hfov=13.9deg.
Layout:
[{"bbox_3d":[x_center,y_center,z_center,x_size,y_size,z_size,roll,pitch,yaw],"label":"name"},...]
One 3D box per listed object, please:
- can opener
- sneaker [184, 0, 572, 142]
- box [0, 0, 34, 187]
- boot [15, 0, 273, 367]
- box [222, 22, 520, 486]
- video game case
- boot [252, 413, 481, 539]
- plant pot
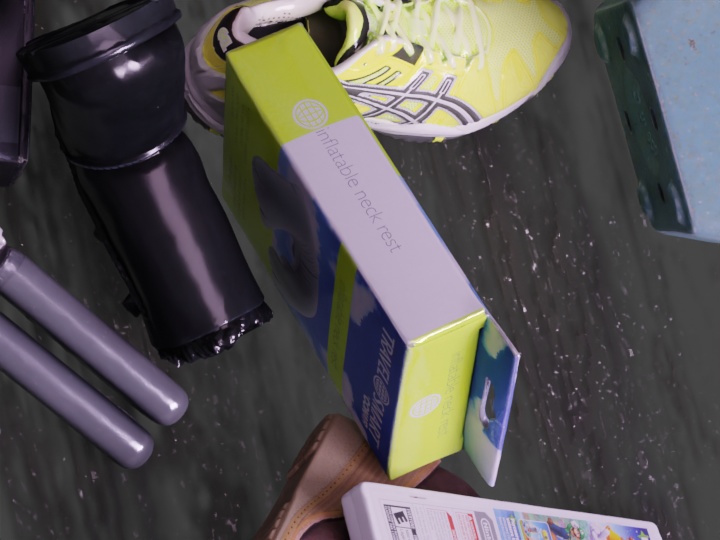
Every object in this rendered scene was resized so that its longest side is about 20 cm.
[{"bbox_3d":[-0.167,0.013,1.372,0.200,0.066,0.053,40,83,-11],"label":"can opener"},{"bbox_3d":[0.014,-0.104,1.439,0.200,0.076,0.076,-11,77,-18],"label":"sneaker"},{"bbox_3d":[-0.253,-0.127,1.390,0.200,0.046,0.159,5,74,-13],"label":"box"},{"bbox_3d":[-0.092,-0.038,1.324,0.073,0.198,0.163,-23,96,-8],"label":"boot"},{"bbox_3d":[0.000,0.000,1.353,0.048,0.122,0.200,-23,61,-17],"label":"box"},{"bbox_3d":[0.084,0.172,1.349,0.200,0.018,0.143,12,52,-42],"label":"video game case"},{"bbox_3d":[0.019,0.168,1.346,0.166,0.072,0.200,37,44,-5],"label":"boot"},{"bbox_3d":[0.226,-0.097,1.426,0.200,0.196,0.196,-17,93,-4],"label":"plant pot"}]
